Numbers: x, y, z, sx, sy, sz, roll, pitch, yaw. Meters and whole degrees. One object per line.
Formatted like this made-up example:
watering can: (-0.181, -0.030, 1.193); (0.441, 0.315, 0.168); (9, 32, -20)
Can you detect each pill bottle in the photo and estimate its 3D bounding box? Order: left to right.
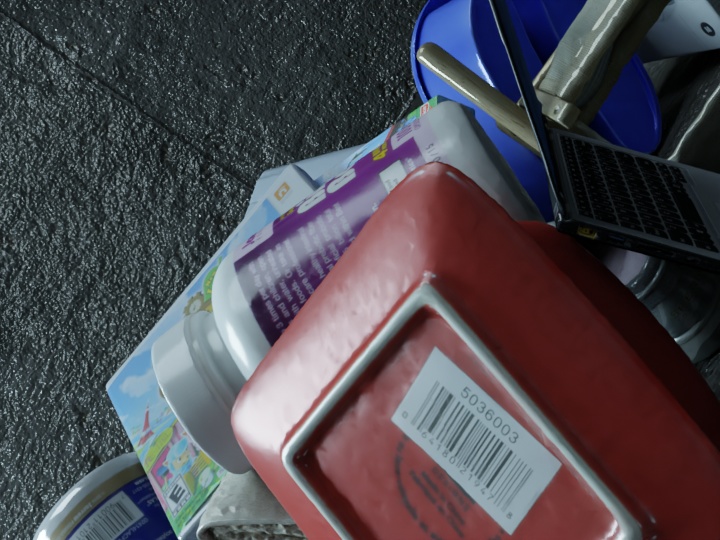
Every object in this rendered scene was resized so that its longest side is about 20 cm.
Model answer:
pill bottle: (-0.109, 0.221, 0.984); (0.115, 0.200, 0.116); (-38, -24, -20)
pill bottle: (-0.003, 0.014, 0.781); (0.199, 0.113, 0.112); (-35, 10, 9)

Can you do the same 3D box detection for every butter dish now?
butter dish: (0.075, 0.067, 0.679); (0.147, 0.200, 0.200); (-26, -19, -49)

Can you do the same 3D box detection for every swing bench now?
swing bench: (0.177, -0.138, 0.909); (0.200, 0.200, 0.129); (-54, -36, 6)

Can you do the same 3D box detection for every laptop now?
laptop: (0.126, -0.087, 0.705); (0.187, 0.198, 0.117); (-75, 1, -72)

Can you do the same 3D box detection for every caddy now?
caddy: (0.122, -0.126, 1.123); (0.141, 0.202, 0.105); (-28, 0, -31)

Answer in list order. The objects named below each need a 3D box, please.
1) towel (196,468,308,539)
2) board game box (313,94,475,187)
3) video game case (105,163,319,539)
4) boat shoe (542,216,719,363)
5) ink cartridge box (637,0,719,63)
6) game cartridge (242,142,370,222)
towel: (0.026, 0.103, 0.813); (0.133, 0.197, 0.035); (-62, -34, -56)
board game box: (0.000, 0.000, 0.992); (0.199, 0.036, 0.153); (-32, 50, 46)
video game case: (-0.070, 0.047, 0.973); (0.200, 0.022, 0.182); (-50, 35, 6)
boat shoe: (0.118, 0.003, 0.824); (0.075, 0.064, 0.202); (-61, 25, -6)
ink cartridge box: (0.171, -0.235, 1.108); (0.041, 0.200, 0.199); (-44, 13, -12)
game cartridge: (-0.041, -0.004, 1.140); (0.132, 0.041, 0.202); (-16, 46, 40)
